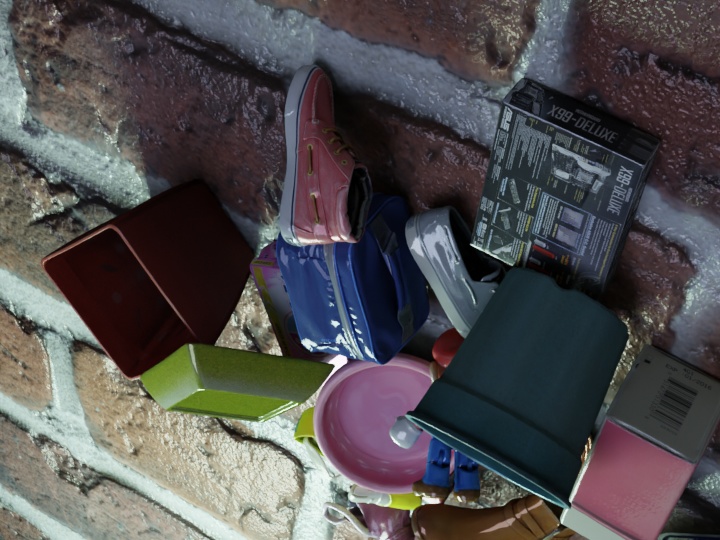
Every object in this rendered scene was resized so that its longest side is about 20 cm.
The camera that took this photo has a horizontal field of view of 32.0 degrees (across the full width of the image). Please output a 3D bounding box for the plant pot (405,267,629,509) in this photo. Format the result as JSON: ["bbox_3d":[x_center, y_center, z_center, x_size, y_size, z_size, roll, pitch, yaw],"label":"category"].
[{"bbox_3d":[0.180,0.118,1.336,0.198,0.198,0.200,30,173,4],"label":"plant pot"}]

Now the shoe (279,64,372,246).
[{"bbox_3d":[-0.032,-0.127,1.373,0.090,0.071,0.204,1,82,28],"label":"shoe"}]

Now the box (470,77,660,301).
[{"bbox_3d":[0.205,-0.077,1.293,0.156,0.050,0.202,26,137,18],"label":"box"}]

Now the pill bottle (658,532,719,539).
[{"bbox_3d":[0.394,0.370,1.472,0.198,0.120,0.121,-8,119,43],"label":"pill bottle"}]

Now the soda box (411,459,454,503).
[{"bbox_3d":[0.042,0.232,1.683,0.198,0.063,0.071,29,138,17],"label":"soda box"}]

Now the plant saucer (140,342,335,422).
[{"bbox_3d":[-0.160,0.150,1.590,0.197,0.049,0.199,11,159,-25],"label":"plant saucer"}]

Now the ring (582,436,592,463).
[{"bbox_3d":[0.199,0.191,1.555,0.198,0.019,0.203,22,134,24],"label":"ring"}]

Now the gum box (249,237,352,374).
[{"bbox_3d":[-0.057,0.054,1.606,0.112,0.066,0.202,6,128,35],"label":"gum box"}]

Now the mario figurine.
[{"bbox_3d":[0.109,0.168,1.482,0.105,0.203,0.123,0,167,37],"label":"mario figurine"}]

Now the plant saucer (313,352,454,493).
[{"bbox_3d":[0.041,0.185,1.579,0.197,0.051,0.203,3,117,6],"label":"plant saucer"}]

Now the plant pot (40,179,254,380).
[{"bbox_3d":[-0.257,-0.004,1.636,0.199,0.176,0.201,-19,112,47],"label":"plant pot"}]

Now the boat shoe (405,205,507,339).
[{"bbox_3d":[0.128,0.012,1.417,0.071,0.070,0.202,-20,117,34],"label":"boat shoe"}]

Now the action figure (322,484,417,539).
[{"bbox_3d":[0.054,0.365,1.718,0.202,0.147,0.134,60,164,22],"label":"action figure"}]

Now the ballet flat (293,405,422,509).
[{"bbox_3d":[-0.009,0.262,1.650,0.200,0.067,0.067,42,143,0],"label":"ballet flat"}]

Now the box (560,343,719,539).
[{"bbox_3d":[0.313,0.206,1.390,0.108,0.128,0.202,27,138,16],"label":"box"}]

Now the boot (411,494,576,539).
[{"bbox_3d":[0.177,0.317,1.600,0.198,0.075,0.154,18,143,-32],"label":"boot"}]

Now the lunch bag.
[{"bbox_3d":[0.000,0.000,1.461,0.131,0.136,0.202,7,127,34],"label":"lunch bag"}]
